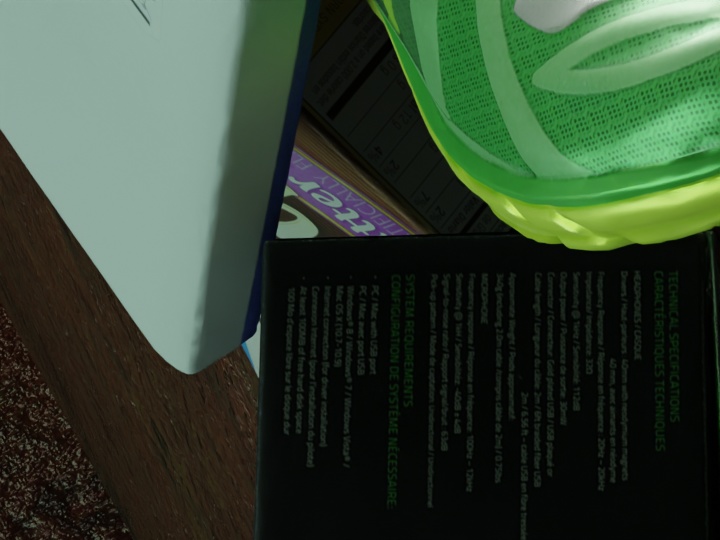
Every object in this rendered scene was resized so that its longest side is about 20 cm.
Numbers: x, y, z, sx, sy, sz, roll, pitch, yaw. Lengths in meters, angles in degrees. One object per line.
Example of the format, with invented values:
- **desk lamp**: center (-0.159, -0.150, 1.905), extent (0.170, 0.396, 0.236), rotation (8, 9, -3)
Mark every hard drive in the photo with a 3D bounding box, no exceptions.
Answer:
- **hard drive**: center (-0.057, -0.070, 0.491), extent (0.132, 0.025, 0.200), rotation (54, 162, 14)

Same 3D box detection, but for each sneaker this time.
- **sneaker**: center (0.023, -0.069, 0.408), extent (0.200, 0.074, 0.084), rotation (47, 165, 52)

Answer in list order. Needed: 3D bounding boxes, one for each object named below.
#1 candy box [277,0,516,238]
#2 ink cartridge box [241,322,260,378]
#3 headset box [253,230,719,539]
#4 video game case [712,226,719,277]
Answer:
- **candy box**: center (-0.032, -0.059, 0.632), extent (0.200, 0.057, 0.117), rotation (45, 158, -13)
- **ink cartridge box**: center (0.000, 0.000, 0.811), extent (0.116, 0.066, 0.200), rotation (62, 169, 6)
- **headset box**: center (0.036, 0.102, 0.561), extent (0.200, 0.092, 0.175), rotation (65, -155, -72)
- **video game case**: center (0.084, -0.033, 0.468), extent (0.200, 0.023, 0.183), rotation (54, 166, 38)
